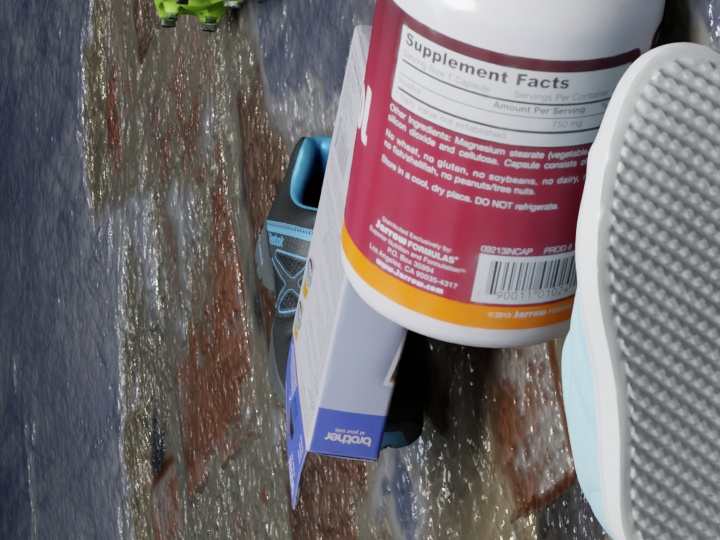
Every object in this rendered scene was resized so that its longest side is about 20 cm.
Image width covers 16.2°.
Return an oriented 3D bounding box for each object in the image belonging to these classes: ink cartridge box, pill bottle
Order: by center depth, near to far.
[{"bbox_3d":[0.058,-0.079,1.004,0.113,0.113,0.200,-117,30,-53],"label":"pill bottle"},{"bbox_3d":[0.000,0.000,1.179,0.119,0.042,0.200,-100,22,-62],"label":"ink cartridge box"}]

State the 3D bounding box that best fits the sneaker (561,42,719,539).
[{"bbox_3d":[0.102,0.011,0.943,0.082,0.074,0.200,-146,56,-65],"label":"sneaker"}]

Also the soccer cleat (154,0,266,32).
[{"bbox_3d":[-0.090,-0.198,1.545,0.200,0.067,0.081,171,104,-74],"label":"soccer cleat"}]

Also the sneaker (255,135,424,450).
[{"bbox_3d":[-0.013,0.011,1.312,0.200,0.073,0.082,-113,28,-47],"label":"sneaker"}]
